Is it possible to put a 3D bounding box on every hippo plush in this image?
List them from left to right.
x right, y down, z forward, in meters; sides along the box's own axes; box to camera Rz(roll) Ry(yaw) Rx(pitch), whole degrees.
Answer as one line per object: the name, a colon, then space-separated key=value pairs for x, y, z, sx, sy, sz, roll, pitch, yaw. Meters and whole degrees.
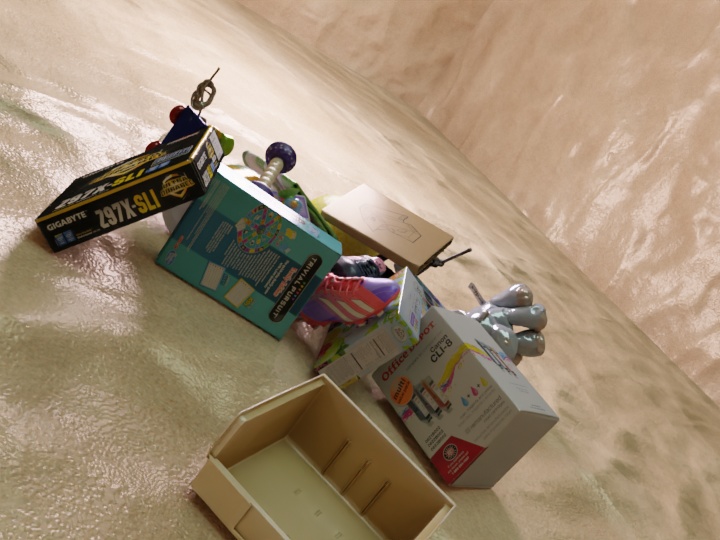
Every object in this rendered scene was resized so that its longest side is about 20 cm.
hippo plush: x=0.256 y=0.098 z=1.551 sx=0.200 sy=0.160 sz=0.160 roll=43 pitch=18 yaw=16

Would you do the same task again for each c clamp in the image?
c clamp: x=0.082 y=-0.015 z=1.496 sx=0.199 sy=0.170 sz=0.027 roll=5 pitch=60 yaw=-49

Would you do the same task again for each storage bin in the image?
storage bin: x=-0.034 y=0.221 z=0.808 sx=0.200 sy=0.094 sz=0.198 roll=43 pitch=18 yaw=15

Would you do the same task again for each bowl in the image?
bowl: x=-0.019 y=-0.085 z=1.554 sx=0.199 sy=0.108 sz=0.201 roll=33 pitch=18 yaw=-12

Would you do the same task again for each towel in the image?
towel: x=-0.127 y=-0.127 z=1.424 sx=0.200 sy=0.031 sz=0.150 roll=38 pitch=-11 yaw=51

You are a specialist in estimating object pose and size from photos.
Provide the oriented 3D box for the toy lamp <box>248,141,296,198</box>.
toy lamp: x=-0.136 y=-0.125 z=1.184 sx=0.058 sy=0.058 sz=0.201 roll=34 pitch=31 yaw=-9

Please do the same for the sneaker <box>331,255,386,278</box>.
sneaker: x=0.000 y=0.000 z=1.252 sx=0.200 sy=0.081 sz=0.071 roll=173 pitch=-107 yaw=-86

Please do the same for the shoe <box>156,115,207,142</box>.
shoe: x=-0.307 y=-0.230 z=1.439 sx=0.069 sy=0.054 sz=0.200 roll=34 pitch=18 yaw=-10

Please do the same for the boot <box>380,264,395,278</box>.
boot: x=0.037 y=0.064 z=1.347 sx=0.200 sy=0.076 sz=0.168 roll=46 pitch=15 yaw=5

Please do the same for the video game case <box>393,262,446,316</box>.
video game case: x=0.127 y=0.087 z=1.372 sx=0.182 sy=0.024 sz=0.201 roll=47 pitch=13 yaw=-21

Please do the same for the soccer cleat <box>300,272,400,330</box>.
soccer cleat: x=-0.026 y=0.033 z=1.124 sx=0.067 sy=0.199 sz=0.077 roll=-43 pitch=106 yaw=-35

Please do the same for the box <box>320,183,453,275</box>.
box: x=0.049 y=-0.075 z=1.439 sx=0.199 sy=0.021 sz=0.163 roll=32 pitch=32 yaw=14

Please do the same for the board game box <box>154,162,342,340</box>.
board game box: x=-0.147 y=-0.024 z=1.091 sx=0.199 sy=0.152 sz=0.047 roll=33 pitch=18 yaw=-14

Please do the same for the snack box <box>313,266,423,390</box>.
snack box: x=0.017 y=0.080 z=1.157 sx=0.053 sy=0.141 sz=0.200 roll=54 pitch=15 yaw=-12

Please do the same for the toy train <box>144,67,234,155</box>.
toy train: x=-0.241 y=-0.217 z=1.304 sx=0.085 sy=0.201 sz=0.115 roll=46 pitch=16 yaw=28

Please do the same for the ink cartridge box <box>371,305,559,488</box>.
ink cartridge box: x=0.144 y=0.176 z=1.152 sx=0.144 sy=0.146 sz=0.201 roll=21 pitch=25 yaw=-52

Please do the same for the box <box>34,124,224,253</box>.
box: x=-0.269 y=-0.101 z=0.986 sx=0.160 sy=0.197 sz=0.050 roll=-93 pitch=162 yaw=-65

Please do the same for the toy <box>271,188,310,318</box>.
toy: x=-0.083 y=-0.031 z=1.249 sx=0.115 sy=0.047 sz=0.203 roll=5 pitch=66 yaw=-59

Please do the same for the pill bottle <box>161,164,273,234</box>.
pill bottle: x=-0.203 y=-0.101 z=1.235 sx=0.111 sy=0.112 sz=0.200 roll=40 pitch=18 yaw=8

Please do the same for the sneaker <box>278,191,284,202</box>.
sneaker: x=-0.112 y=-0.055 z=1.392 sx=0.200 sy=0.079 sz=0.095 roll=45 pitch=-2 yaw=17
